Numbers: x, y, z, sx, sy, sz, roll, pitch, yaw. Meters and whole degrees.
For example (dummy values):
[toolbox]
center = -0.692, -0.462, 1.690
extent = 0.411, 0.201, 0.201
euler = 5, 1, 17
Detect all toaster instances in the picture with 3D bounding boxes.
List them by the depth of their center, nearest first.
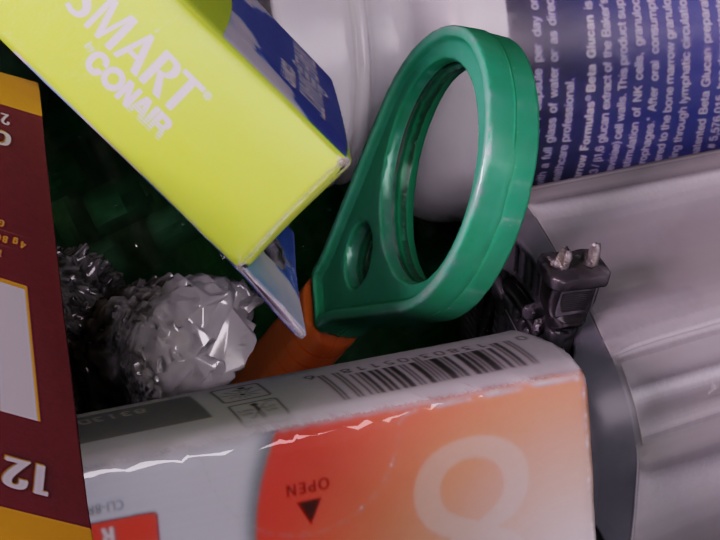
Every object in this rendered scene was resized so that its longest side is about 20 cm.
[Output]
[toaster]
center = 0.101, 0.039, 0.834
extent = 0.128, 0.201, 0.114
euler = -15, 50, -16

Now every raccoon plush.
[raccoon plush]
center = -0.124, -0.003, 0.784
extent = 0.134, 0.200, 0.097
euler = 38, 48, -19

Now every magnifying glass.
[magnifying glass]
center = 0.000, 0.000, 0.816
extent = 0.022, 0.200, 0.080
euler = 9, 57, -21

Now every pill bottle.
[pill bottle]
center = 0.060, -0.074, 0.875
extent = 0.198, 0.111, 0.112
euler = -5, 88, -15

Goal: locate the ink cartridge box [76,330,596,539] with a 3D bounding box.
[ink cartridge box]
center = -0.015, 0.128, 0.726
extent = 0.161, 0.050, 0.202
euler = -10, 104, -19

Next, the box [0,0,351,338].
[box]
center = -0.072, -0.079, 0.741
extent = 0.048, 0.122, 0.200
euler = -43, 102, 8

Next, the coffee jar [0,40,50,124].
[coffee jar]
center = -0.129, -0.136, 0.838
extent = 0.104, 0.085, 0.202
euler = 15, 83, -30

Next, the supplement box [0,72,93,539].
[supplement box]
center = -0.163, 0.070, 0.647
extent = 0.132, 0.198, 0.201
euler = 15, 122, -21
